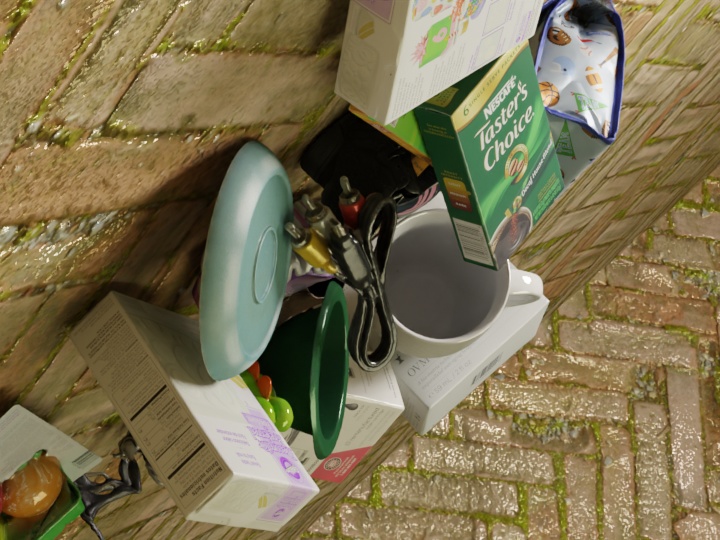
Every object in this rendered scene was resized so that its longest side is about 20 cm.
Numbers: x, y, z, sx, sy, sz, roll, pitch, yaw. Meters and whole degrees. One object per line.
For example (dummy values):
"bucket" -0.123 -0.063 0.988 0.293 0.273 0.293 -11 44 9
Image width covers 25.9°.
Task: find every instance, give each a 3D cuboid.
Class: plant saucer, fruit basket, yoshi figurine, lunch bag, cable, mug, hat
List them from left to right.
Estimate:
"fruit basket" -0.334 0.201 1.379 0.185 0.094 0.200 -43 152 -4
"yoshi figurine" -0.136 0.139 1.458 0.112 0.112 0.200 -35 -153 -24
"hat" -0.109 0.096 1.513 0.200 0.176 0.166 82 16 -51
"plant saucer" -0.089 -0.006 1.292 0.200 0.027 0.201 9 90 -78
"cable" 0.000 0.000 1.394 0.097 0.050 0.200 -39 138 -17
"mug" 0.101 0.024 1.719 0.199 0.148 0.175 -2 167 -7
"lunch bag" 0.179 -0.177 1.576 0.170 0.124 0.200 -45 -159 49

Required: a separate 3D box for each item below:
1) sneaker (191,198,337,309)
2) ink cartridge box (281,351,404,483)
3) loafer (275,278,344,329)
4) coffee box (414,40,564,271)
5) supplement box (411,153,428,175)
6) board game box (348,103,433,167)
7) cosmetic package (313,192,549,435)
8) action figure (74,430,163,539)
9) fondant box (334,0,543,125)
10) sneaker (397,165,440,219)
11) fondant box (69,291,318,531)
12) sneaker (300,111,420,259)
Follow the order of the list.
"sneaker" -0.081 -0.004 1.476 0.200 0.081 0.088 -20 161 -40
"ink cartridge box" -0.077 0.149 1.741 0.200 0.083 0.147 16 128 -32
"loafer" -0.058 0.014 1.614 0.073 0.071 0.200 -36 166 -31
"coffee box" 0.117 -0.108 1.387 0.123 0.044 0.200 -49 141 -27
"supplement box" 0.059 -0.147 1.471 0.200 0.069 0.067 -49 168 5
"board game box" 0.066 -0.146 1.357 0.200 0.030 0.096 27 84 -53
"cosmetic package" 0.081 0.048 1.872 0.199 0.200 0.123 -41 165 -16
"action figure" -0.211 0.193 1.632 0.200 0.102 0.119 -38 -162 -16
"fondant box" 0.073 -0.219 1.226 0.200 0.058 0.144 -35 150 -38
"sneaker" 0.027 -0.074 1.603 0.200 0.070 0.082 -22 153 -56
"fondant box" -0.138 0.119 1.306 0.058 0.200 0.144 -43 153 12
"sneaker" 0.025 -0.105 1.410 0.200 0.104 0.060 -45 168 5
